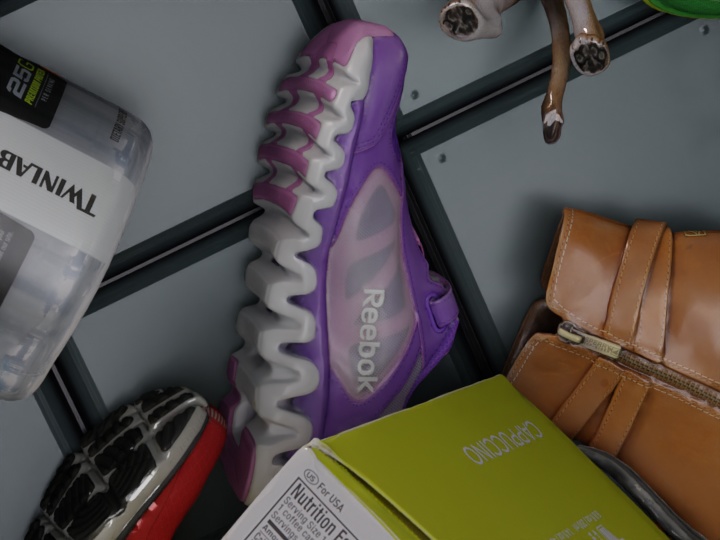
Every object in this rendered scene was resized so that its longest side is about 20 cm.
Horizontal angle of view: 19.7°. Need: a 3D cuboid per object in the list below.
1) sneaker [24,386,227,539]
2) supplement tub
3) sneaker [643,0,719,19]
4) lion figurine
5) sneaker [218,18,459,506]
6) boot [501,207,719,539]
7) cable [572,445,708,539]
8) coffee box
[{"bbox_3d":[-0.101,0.140,0.858,0.084,0.077,0.201,25,101,-23],"label":"sneaker"},{"bbox_3d":[-0.189,-0.045,0.782,0.199,0.123,0.123,27,94,-13],"label":"supplement tub"},{"bbox_3d":[0.208,-0.142,0.849,0.198,0.084,0.075,-6,100,-7],"label":"sneaker"},{"bbox_3d":[0.045,-0.160,0.824,0.072,0.123,0.201,-15,118,11],"label":"lion figurine"},{"bbox_3d":[0.000,0.000,0.846,0.088,0.080,0.202,6,102,-16],"label":"sneaker"},{"bbox_3d":[0.130,0.077,0.884,0.153,0.074,0.202,15,100,-2],"label":"boot"},{"bbox_3d":[0.141,0.122,0.844,0.198,0.050,0.098,7,105,21],"label":"cable"},{"bbox_3d":[0.030,0.183,0.759,0.200,0.199,0.198,45,109,14],"label":"coffee box"}]
